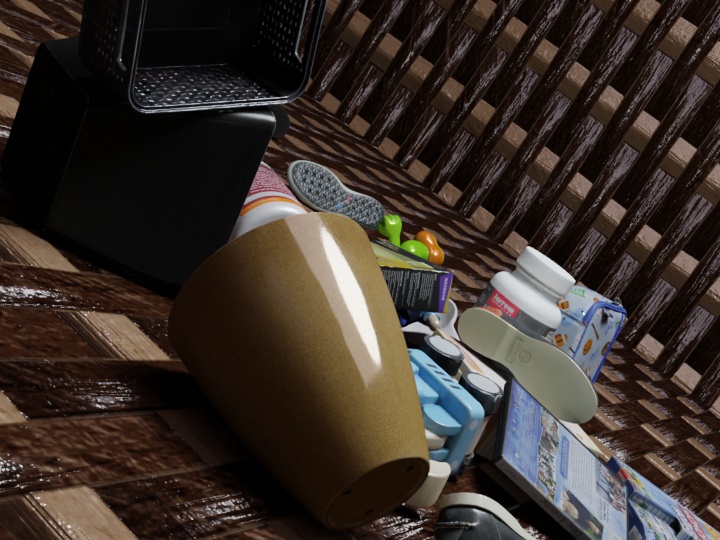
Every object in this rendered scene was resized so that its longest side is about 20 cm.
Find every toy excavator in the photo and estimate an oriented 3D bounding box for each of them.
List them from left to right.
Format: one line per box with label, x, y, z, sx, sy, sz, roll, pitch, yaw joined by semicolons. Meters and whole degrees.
toy excavator;0.054;0.152;1.143;0.198;0.101;0.194;5;28;-45

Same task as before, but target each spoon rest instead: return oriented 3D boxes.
spoon rest;0.099;0.084;1.566;0.200;0.098;0.061;-125;-159;-53

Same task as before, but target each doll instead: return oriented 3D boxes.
doll;0.041;0.050;1.502;0.135;0.049;0.199;15;10;27

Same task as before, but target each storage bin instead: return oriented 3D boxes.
storage bin;-0.137;-0.225;1.051;0.198;0.137;0.094;-11;38;-40

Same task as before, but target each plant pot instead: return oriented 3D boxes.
plant pot;-0.228;-0.116;1.139;0.175;0.202;0.200;9;26;-41
plant pot;-0.031;0.091;0.928;0.185;0.186;0.201;21;31;-52

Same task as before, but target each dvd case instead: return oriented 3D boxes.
dvd case;0.223;0.224;1.298;0.200;0.018;0.143;43;29;-13

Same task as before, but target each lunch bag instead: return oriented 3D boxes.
lunch bag;0.323;0.122;1.775;0.075;0.202;0.159;31;7;33

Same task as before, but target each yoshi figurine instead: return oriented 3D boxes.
yoshi figurine;0.015;-0.016;1.634;0.111;0.115;0.198;-5;1;42

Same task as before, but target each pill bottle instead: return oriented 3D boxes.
pill bottle;-0.129;-0.063;1.392;0.112;0.114;0.200;28;14;-34
pill bottle;0.201;0.073;1.599;0.110;0.202;0.111;32;11;-7

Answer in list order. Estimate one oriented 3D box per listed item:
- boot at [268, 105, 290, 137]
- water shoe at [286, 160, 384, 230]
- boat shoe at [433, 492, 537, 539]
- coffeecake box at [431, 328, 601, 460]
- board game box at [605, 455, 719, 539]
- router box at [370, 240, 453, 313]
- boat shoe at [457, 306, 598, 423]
boot;-0.254;-0.353;2.464;0.186;0.069;0.200;18;11;-35
water shoe;-0.053;-0.122;2.069;0.198;0.072;0.079;30;-16;-21
boat shoe;0.134;0.262;0.996;0.199;0.071;0.068;38;44;-27
coffeecake box;0.171;0.170;1.428;0.198;0.074;0.154;29;14;-34
board game box;0.391;0.337;1.435;0.198;0.062;0.200;33;11;-12
router box;0.000;0.000;1.439;0.155;0.053;0.200;6;9;-24
boat shoe;0.204;0.111;1.419;0.199;0.072;0.062;36;8;23
